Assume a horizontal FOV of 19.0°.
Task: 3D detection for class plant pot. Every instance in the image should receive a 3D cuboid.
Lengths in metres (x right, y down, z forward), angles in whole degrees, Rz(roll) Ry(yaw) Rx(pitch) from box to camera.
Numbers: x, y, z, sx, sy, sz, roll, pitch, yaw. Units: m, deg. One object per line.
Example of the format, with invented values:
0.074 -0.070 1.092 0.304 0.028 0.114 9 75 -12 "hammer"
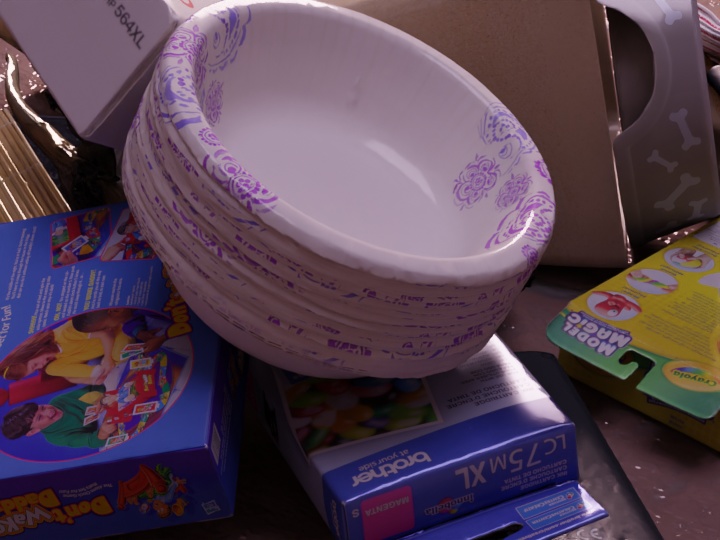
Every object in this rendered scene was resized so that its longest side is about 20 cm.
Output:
0.062 -0.123 1.305 0.175 0.201 0.200 -7 28 10 "plant pot"

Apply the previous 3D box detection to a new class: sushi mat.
-0.202 -0.015 1.179 0.095 0.012 0.200 -22 47 -17 "sushi mat"

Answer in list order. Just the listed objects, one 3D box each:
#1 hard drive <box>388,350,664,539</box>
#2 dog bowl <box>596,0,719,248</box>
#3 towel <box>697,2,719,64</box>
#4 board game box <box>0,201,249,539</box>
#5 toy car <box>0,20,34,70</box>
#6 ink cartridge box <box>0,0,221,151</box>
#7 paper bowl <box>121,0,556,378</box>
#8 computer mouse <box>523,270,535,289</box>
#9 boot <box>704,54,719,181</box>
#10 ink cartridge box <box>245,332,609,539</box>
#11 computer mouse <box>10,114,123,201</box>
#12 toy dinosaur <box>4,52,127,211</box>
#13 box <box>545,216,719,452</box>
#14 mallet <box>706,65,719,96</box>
0.060 0.105 1.051 0.138 0.033 0.200 -2 31 -14 "hard drive"
0.175 -0.116 1.275 0.058 0.201 0.201 -7 28 10 "dog bowl"
0.286 -0.131 1.428 0.146 0.030 0.200 31 7 31 "towel"
-0.123 0.043 1.041 0.133 0.045 0.201 -10 37 10 "board game box"
-0.136 -0.204 1.354 0.164 0.201 0.158 28 -4 44 "toy car"
-0.095 -0.127 1.148 0.199 0.084 0.146 15 33 -55 "ink cartridge box"
-0.016 -0.030 1.015 0.199 0.105 0.201 18 36 -13 "paper bowl"
0.000 0.000 1.159 0.198 0.046 0.140 9 -12 -11 "computer mouse"
0.289 -0.072 1.402 0.165 0.073 0.200 13 23 -16 "boot"
0.022 0.070 1.025 0.118 0.042 0.200 -17 35 -15 "ink cartridge box"
-0.177 -0.053 1.262 0.198 0.053 0.139 6 45 14 "computer mouse"
-0.149 -0.057 1.165 0.047 0.088 0.200 -33 73 -14 "toy dinosaur"
0.197 0.035 1.190 0.117 0.049 0.199 27 33 32 "box"
0.257 -0.062 1.267 0.065 0.041 0.201 4 36 -12 "mallet"
